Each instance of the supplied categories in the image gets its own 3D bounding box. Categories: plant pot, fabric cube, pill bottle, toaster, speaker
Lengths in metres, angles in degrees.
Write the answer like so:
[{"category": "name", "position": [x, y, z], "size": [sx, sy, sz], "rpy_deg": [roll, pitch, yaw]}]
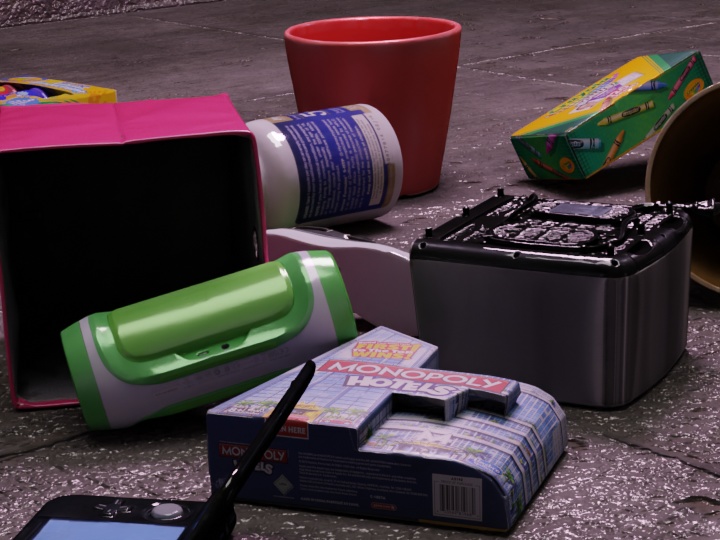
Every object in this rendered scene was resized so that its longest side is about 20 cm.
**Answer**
[{"category": "plant pot", "position": [0.352, -0.070, 1.544], "size": [0.185, 0.188, 0.200], "rpy_deg": [2, 1, 13]}, {"category": "fabric cube", "position": [-0.180, -0.023, 1.352], "size": [0.199, 0.197, 0.199], "rpy_deg": [-5, 14, -9]}, {"category": "pill bottle", "position": [-0.069, -0.096, 1.733], "size": [0.199, 0.120, 0.119], "rpy_deg": [-12, 19, -34]}, {"category": "plant pot", "position": [0.015, -0.180, 1.916], "size": [0.199, 0.178, 0.201], "rpy_deg": [-1, 16, 0]}, {"category": "toaster", "position": [0.158, 0.014, 1.321], "size": [0.199, 0.119, 0.181], "rpy_deg": [6, 18, 26]}, {"category": "speaker", "position": [-0.107, 0.049, 1.233], "size": [0.199, 0.089, 0.088], "rpy_deg": [-17, 18, -8]}]

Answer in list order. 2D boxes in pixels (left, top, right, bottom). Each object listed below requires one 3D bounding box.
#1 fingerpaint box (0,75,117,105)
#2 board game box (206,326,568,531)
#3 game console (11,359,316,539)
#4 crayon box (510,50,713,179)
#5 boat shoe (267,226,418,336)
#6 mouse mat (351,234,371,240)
[{"category": "fingerpaint box", "position": [-0.433, -0.195, 2.208], "size": [0.199, 0.074, 0.166], "rpy_deg": [14, 22, 43]}, {"category": "board game box", "position": [0.030, 0.096, 1.151], "size": [0.199, 0.062, 0.200], "rpy_deg": [4, 17, 20]}, {"category": "game console", "position": [-0.126, 0.128, 0.955], "size": [0.175, 0.117, 0.200], "rpy_deg": [2, 16, 11]}, {"category": "crayon box", "position": [0.280, -0.172, 1.926], "size": [0.200, 0.058, 0.119], "rpy_deg": [-32, 15, -21]}, {"category": "boat shoe", "position": [0.000, 0.000, 1.450], "size": [0.199, 0.069, 0.057], "rpy_deg": [17, 23, 27]}, {"category": "mouse mat", "position": [-0.035, -0.008, 1.608], "size": [0.160, 0.008, 0.200], "rpy_deg": [-9, 15, -26]}]
